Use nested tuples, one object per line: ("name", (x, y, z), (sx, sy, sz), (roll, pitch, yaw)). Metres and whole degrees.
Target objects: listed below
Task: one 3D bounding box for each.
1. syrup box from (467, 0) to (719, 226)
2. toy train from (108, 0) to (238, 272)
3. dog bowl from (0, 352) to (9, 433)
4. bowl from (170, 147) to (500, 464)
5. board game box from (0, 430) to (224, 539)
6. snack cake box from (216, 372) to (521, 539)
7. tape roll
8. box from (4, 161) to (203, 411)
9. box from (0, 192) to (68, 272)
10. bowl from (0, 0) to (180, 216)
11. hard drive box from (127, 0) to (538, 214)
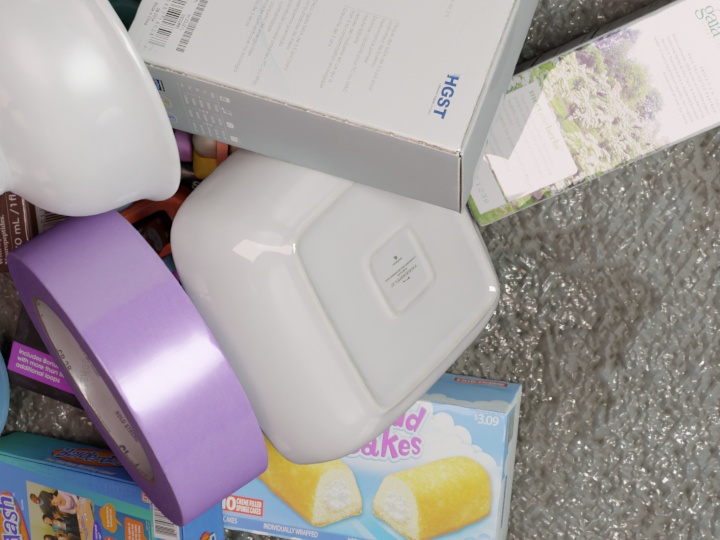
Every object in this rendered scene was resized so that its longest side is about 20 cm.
("syrup box", (0.151, -0.107, 0.982), (0.200, 0.081, 0.079), (-24, 98, 18))
("toy train", (-0.137, -0.087, 1.016), (0.150, 0.056, 0.200), (-21, 115, 9))
("dog bowl", (-0.347, 0.105, 1.157), (0.200, 0.050, 0.112), (-25, 79, 25))
("bowl", (0.000, 0.000, 0.968), (0.075, 0.200, 0.200), (2, 126, 50))
("board game box", (-0.182, 0.204, 1.126), (0.200, 0.045, 0.152), (7, 106, 35))
("snack cake box", (0.003, 0.125, 1.082), (0.200, 0.067, 0.115), (7, 106, 13))
("tape roll", (-0.139, 0.058, 0.988), (0.066, 0.200, 0.200), (-32, 94, -17))
("box", (-0.160, 0.008, 1.115), (0.143, 0.036, 0.200), (19, 105, 10))
("box", (-0.289, -0.049, 1.095), (0.200, 0.075, 0.100), (-3, 98, 28))
("bowl", (-0.194, -0.104, 0.898), (0.090, 0.201, 0.201), (-35, 93, -19))
("hard drive box", (-0.012, -0.140, 0.906), (0.200, 0.077, 0.156), (18, 68, 11))
